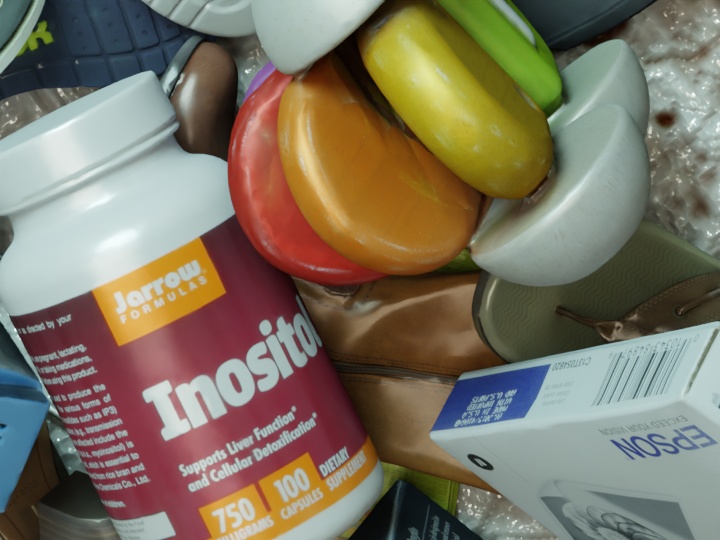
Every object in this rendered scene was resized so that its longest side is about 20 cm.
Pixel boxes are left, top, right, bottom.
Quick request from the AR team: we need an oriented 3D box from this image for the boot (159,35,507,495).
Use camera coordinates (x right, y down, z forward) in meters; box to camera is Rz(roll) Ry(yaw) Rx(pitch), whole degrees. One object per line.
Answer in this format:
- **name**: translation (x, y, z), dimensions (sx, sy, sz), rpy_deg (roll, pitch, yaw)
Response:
- **boot**: translation (0.000, 0.000, 1.227), dimensions (0.199, 0.068, 0.189), rpy_deg (7, 98, 13)

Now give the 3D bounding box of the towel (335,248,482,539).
- **towel**: translation (0.004, 0.082, 1.277), dimensions (0.086, 0.018, 0.201), rpy_deg (11, 100, 8)

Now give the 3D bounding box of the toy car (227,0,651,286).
- **toy car**: translation (0.016, -0.064, 1.127), dimensions (0.175, 0.200, 0.150), rpy_deg (44, 110, -12)

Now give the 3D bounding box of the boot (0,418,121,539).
- **boot**: translation (-0.149, 0.140, 1.283), dimensions (0.200, 0.070, 0.147), rpy_deg (28, 137, 42)

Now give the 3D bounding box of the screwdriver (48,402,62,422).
- **screwdriver**: translation (-0.131, 0.068, 1.297), dimensions (0.200, 0.028, 0.029), rpy_deg (36, 132, 6)

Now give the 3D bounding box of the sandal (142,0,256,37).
- **sandal**: translation (-0.089, -0.173, 1.178), dimensions (0.082, 0.050, 0.203), rpy_deg (-27, 135, 22)

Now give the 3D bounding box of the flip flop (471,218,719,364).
- **flip flop**: translation (0.142, 0.034, 1.194), dimensions (0.200, 0.058, 0.081), rpy_deg (26, 93, -14)

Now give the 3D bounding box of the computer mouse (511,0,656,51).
- **computer mouse**: translation (0.107, -0.145, 1.205), dimensions (0.200, 0.053, 0.139), rpy_deg (-37, 90, 14)

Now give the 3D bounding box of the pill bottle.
- **pill bottle**: translation (-0.079, 0.026, 1.167), dimensions (0.113, 0.113, 0.200), rpy_deg (-24, 100, 13)

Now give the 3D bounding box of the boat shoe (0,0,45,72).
- **boat shoe**: translation (-0.165, -0.161, 1.189), dimensions (0.073, 0.200, 0.062), rpy_deg (2, 143, 12)

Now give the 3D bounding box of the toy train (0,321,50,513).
- **toy train**: translation (-0.209, 0.044, 1.201), dimensions (0.200, 0.087, 0.114), rpy_deg (50, 120, 46)

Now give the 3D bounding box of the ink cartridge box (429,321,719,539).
- **ink cartridge box**: translation (0.153, 0.101, 1.140), dimensions (0.200, 0.199, 0.041), rpy_deg (36, 68, -18)

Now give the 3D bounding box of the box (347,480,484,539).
- **box**: translation (0.046, 0.218, 1.231), dimensions (0.200, 0.107, 0.149), rpy_deg (38, 104, -5)

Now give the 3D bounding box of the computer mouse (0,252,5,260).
- **computer mouse**: translation (-0.195, -0.031, 1.275), dimensions (0.199, 0.044, 0.110), rpy_deg (20, 137, 10)

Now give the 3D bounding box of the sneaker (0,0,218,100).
- **sneaker**: translation (-0.153, -0.113, 1.248), dimensions (0.199, 0.082, 0.074), rpy_deg (-17, 114, -9)
